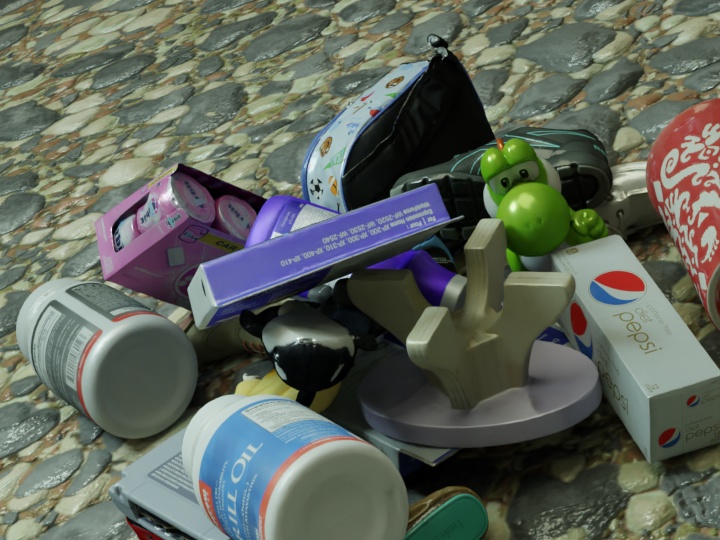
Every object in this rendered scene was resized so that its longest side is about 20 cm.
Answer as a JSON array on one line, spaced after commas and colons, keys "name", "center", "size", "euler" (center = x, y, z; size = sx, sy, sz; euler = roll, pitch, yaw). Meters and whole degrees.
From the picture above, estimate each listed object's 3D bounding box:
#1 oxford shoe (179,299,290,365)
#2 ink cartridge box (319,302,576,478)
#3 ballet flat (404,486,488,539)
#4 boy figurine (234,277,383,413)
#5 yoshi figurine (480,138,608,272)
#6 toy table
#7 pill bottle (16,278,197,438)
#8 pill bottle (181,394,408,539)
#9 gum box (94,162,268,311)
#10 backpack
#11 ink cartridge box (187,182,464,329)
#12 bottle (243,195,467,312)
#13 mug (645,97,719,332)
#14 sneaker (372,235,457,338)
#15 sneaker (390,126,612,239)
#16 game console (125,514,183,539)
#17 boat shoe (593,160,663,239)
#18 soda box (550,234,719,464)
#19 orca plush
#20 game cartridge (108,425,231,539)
[{"name": "oxford shoe", "center": [-0.091, 0.053, 1.874], "size": [0.199, 0.070, 0.075], "euler": [-27, 58, 28]}, {"name": "ink cartridge box", "center": [0.075, 0.097, 1.667], "size": [0.197, 0.047, 0.199], "euler": [-30, 33, -26]}, {"name": "ballet flat", "center": [0.006, 0.224, 1.500], "size": [0.199, 0.068, 0.072], "euler": [-36, 9, -19]}, {"name": "boy figurine", "center": [-0.065, 0.094, 1.641], "size": [0.124, 0.065, 0.200], "euler": [-10, 31, 50]}, {"name": "yoshi figurine", "center": [0.151, -0.024, 1.685], "size": [0.111, 0.200, 0.113], "euler": [27, 73, 36]}, {"name": "toy table", "center": [0.082, 0.055, 1.570], "size": [0.198, 0.118, 0.184], "euler": [-6, 29, 15]}, {"name": "pill bottle", "center": [-0.243, 0.075, 1.901], "size": [0.115, 0.117, 0.200], "euler": [-34, 28, -19]}, {"name": "pill bottle", "center": [-0.056, 0.155, 1.475], "size": [0.112, 0.113, 0.200], "euler": [-33, 23, -18]}, {"name": "gum box", "center": [-0.141, -0.022, 1.874], "size": [0.113, 0.199, 0.067], "euler": [-34, 55, 29]}, {"name": "backpack", "center": [0.035, -0.087, 1.896], "size": [0.153, 0.201, 0.190], "euler": [-11, 25, 51]}, {"name": "ink cartridge box", "center": [-0.033, -0.013, 1.570], "size": [0.197, 0.044, 0.200], "euler": [-20, -2, -12]}, {"name": "bottle", "center": [0.000, 0.000, 1.727], "size": [0.198, 0.065, 0.084], "euler": [18, 76, 21]}, {"name": "mug", "center": [0.333, -0.044, 1.643], "size": [0.176, 0.134, 0.201], "euler": [-21, 30, 10]}, {"name": "sneaker", "center": [0.006, 0.052, 1.788], "size": [0.199, 0.083, 0.071], "euler": [-40, 0, -1]}, {"name": "sneaker", "center": [0.125, -0.081, 1.801], "size": [0.198, 0.076, 0.080], "euler": [-6, 40, 10]}, {"name": "game console", "center": [-0.084, 0.180, 1.678], "size": [0.177, 0.031, 0.199], "euler": [-40, 31, -28]}, {"name": "boat shoe", "center": [0.213, -0.045, 1.816], "size": [0.198, 0.071, 0.070], "euler": [-10, 50, 18]}, {"name": "soda box", "center": [0.212, 0.057, 1.571], "size": [0.063, 0.069, 0.200], "euler": [-15, 37, -10]}, {"name": "orca plush", "center": [-0.053, 0.070, 1.550], "size": [0.104, 0.072, 0.200], "euler": [9, 7, -22]}, {"name": "game cartridge", "center": [-0.103, 0.175, 1.637], "size": [0.133, 0.041, 0.199], "euler": [-37, 30, -23]}]
